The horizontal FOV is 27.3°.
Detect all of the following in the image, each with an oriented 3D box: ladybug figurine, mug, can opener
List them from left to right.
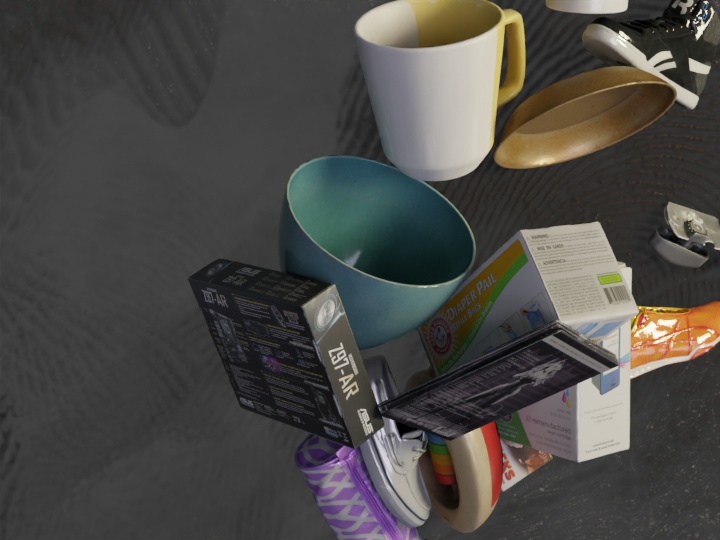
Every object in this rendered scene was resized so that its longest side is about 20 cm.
[{"bbox_3d":[0.091,-0.179,1.475,0.184,0.150,0.155,-10,118,-6],"label":"mug"},{"bbox_3d":[0.105,0.187,1.602,0.071,0.135,0.202,-25,121,-25],"label":"ladybug figurine"},{"bbox_3d":[0.421,-0.026,1.710,0.198,0.054,0.067,17,132,-25],"label":"can opener"}]

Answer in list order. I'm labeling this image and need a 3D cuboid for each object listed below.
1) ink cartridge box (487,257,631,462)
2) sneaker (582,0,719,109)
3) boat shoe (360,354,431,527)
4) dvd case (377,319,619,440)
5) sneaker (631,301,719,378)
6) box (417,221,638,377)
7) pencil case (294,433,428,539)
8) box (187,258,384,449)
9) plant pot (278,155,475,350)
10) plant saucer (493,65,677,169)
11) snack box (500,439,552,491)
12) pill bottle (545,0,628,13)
[{"bbox_3d":[0.210,0.086,1.582,0.087,0.145,0.203,-7,102,-37],"label":"ink cartridge box"},{"bbox_3d":[0.312,-0.256,1.562,0.199,0.073,0.113,22,95,-48],"label":"sneaker"},{"bbox_3d":[0.038,0.182,1.559,0.066,0.074,0.201,-22,112,17],"label":"boat shoe"},{"bbox_3d":[0.135,0.109,1.430,0.198,0.016,0.148,-27,152,23],"label":"dvd case"},{"bbox_3d":[0.340,0.068,1.690,0.198,0.073,0.078,-19,103,-18],"label":"sneaker"},{"bbox_3d":[0.161,0.049,1.476,0.111,0.200,0.102,-7,65,-35],"label":"box"},{"bbox_3d":[0.004,0.258,1.610,0.084,0.085,0.201,-38,115,-13],"label":"pencil case"},{"bbox_3d":[-0.076,0.079,1.457,0.043,0.199,0.162,-34,116,-30],"label":"box"},{"bbox_3d":[0.000,0.000,1.483,0.198,0.201,0.136,7,127,-23],"label":"plant pot"},{"bbox_3d":[0.226,-0.163,1.527,0.198,0.200,0.036,-13,75,-17],"label":"plant saucer"},{"bbox_3d":[0.148,0.150,1.665,0.071,0.024,0.201,-31,115,-9],"label":"snack box"},{"bbox_3d":[0.232,-0.365,1.484,0.111,0.113,0.203,-5,109,-19],"label":"pill bottle"}]
